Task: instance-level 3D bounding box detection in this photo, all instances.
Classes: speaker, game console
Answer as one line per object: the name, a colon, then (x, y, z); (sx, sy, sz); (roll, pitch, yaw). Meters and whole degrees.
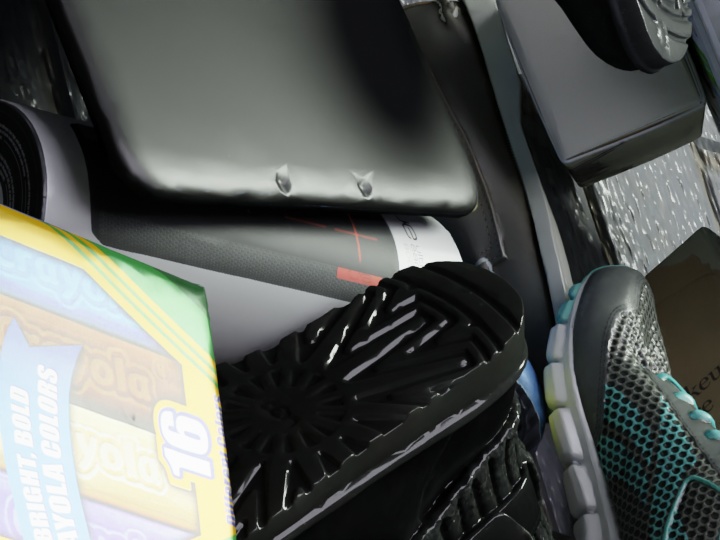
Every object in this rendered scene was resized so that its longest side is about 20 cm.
speaker: (-0.057, 0.000, 0.981); (0.199, 0.081, 0.082); (14, 54, -42)
game console: (-0.076, -0.085, 1.005); (0.199, 0.175, 0.117); (2, 93, -53)

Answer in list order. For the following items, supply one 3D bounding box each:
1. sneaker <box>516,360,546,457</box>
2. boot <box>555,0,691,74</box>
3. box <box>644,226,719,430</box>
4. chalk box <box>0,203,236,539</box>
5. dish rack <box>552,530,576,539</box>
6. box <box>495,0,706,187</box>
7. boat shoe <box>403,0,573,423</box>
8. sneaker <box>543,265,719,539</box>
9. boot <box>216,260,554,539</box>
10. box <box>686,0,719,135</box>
sneaker: (0.000, 0.000, 1.112); (0.200, 0.066, 0.078); (51, 11, -11)
boot: (0.019, -0.117, 1.093); (0.066, 0.199, 0.166); (30, 43, -54)
box: (0.164, 0.082, 1.189); (0.078, 0.095, 0.200); (37, 18, -30)
chalk box: (-0.146, 0.052, 0.788); (0.200, 0.124, 0.125); (26, 45, -45)
dish rack: (0.125, 0.190, 1.149); (0.199, 0.043, 0.173); (24, 46, -46)
box: (0.109, -0.089, 1.246); (0.200, 0.068, 0.083); (16, 52, -82)
boat shoe: (0.051, -0.024, 1.197); (0.072, 0.060, 0.203); (77, -1, -69)
sneaker: (0.127, 0.086, 1.092); (0.078, 0.091, 0.201); (40, 39, -54)
boot: (-0.017, 0.107, 0.972); (0.079, 0.210, 0.159); (42, -31, 43)
box: (0.195, -0.086, 1.224); (0.200, 0.096, 0.177); (-99, 164, -71)
